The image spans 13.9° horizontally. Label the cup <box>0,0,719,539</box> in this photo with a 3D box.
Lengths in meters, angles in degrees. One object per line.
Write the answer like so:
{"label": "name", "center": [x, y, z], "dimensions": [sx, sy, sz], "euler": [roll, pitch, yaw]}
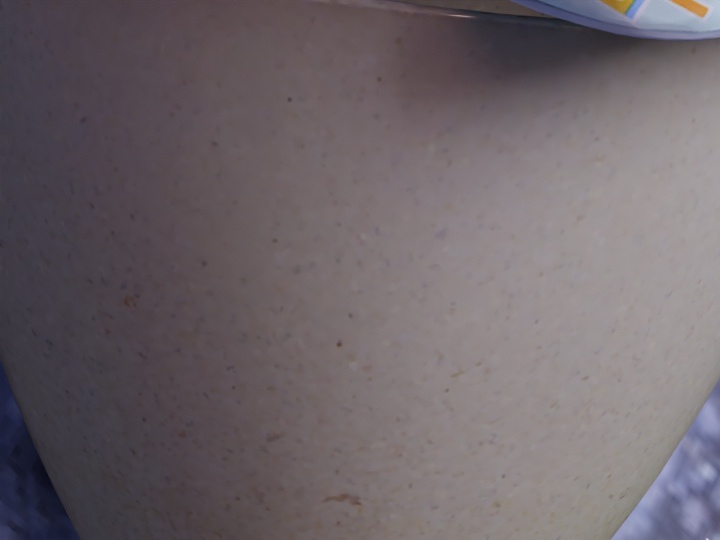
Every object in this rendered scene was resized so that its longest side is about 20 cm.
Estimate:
{"label": "cup", "center": [0.000, 0.000, 0.640], "dimensions": [0.200, 0.200, 0.144], "euler": [-3, 105, -38]}

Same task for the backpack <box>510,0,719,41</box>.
{"label": "backpack", "center": [0.068, -0.132, 0.563], "dimensions": [0.200, 0.176, 0.154], "euler": [-24, 118, -30]}
